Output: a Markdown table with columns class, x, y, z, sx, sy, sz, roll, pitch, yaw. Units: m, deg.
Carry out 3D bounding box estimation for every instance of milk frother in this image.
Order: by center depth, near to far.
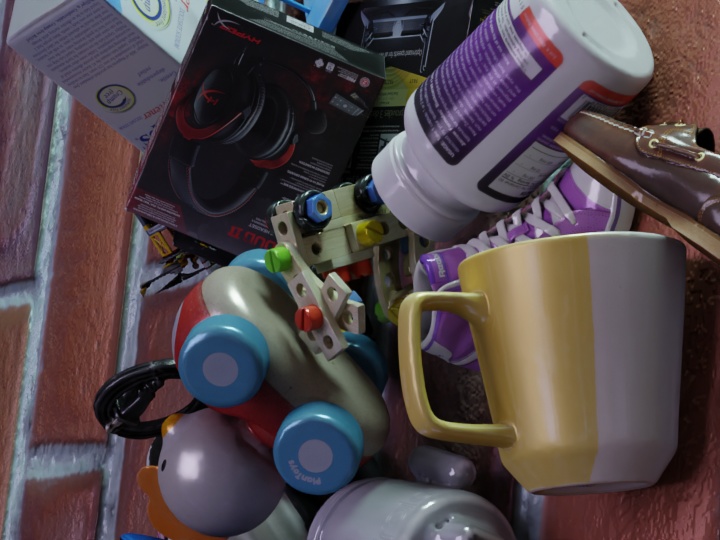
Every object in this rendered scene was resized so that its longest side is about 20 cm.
| class | x | y | z | sx | sy | sz | roll | pitch | yaw |
| --- | --- | --- | --- | --- | --- | --- | --- | --- | --- |
| milk frother | -0.105 | 0.181 | 1.714 | 0.188 | 0.199 | 0.181 | 50 | 123 | 52 |

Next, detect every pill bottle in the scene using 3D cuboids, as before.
| class | x | y | z | sx | sy | sz | roll | pitch | yaw |
| --- | --- | --- | --- | --- | --- | --- | --- | --- | --- |
| pill bottle | 0.101 | -0.112 | 1.551 | 0.200 | 0.111 | 0.112 | -43 | 44 | 30 |

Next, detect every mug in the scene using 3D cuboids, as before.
| class | x | y | z | sx | sy | sz | roll | pitch | yaw |
| --- | --- | --- | --- | --- | --- | --- | --- | --- | --- |
| mug | 0.125 | 0.067 | 1.430 | 0.149 | 0.185 | 0.154 | 45 | -141 | -77 |

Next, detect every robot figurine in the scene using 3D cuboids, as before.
| class | x | y | z | sx | sy | sz | roll | pitch | yaw |
| --- | --- | --- | --- | --- | --- | --- | --- | --- | --- |
| robot figurine | 0.035 | 0.207 | 1.566 | 0.200 | 0.113 | 0.170 | 0 | 64 | 58 |

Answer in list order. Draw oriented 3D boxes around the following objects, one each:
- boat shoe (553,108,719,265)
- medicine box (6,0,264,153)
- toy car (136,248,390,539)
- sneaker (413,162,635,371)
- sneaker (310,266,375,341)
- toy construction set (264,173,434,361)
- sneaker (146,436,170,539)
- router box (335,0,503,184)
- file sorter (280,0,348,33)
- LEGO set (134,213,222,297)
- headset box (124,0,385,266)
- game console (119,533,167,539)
| class | x | y | z | sx | sy | sz | roll | pitch | yaw |
| --- | --- | --- | --- | --- | --- | --- | --- | --- | --- |
| boat shoe | 0.208 | -0.060 | 1.423 | 0.200 | 0.070 | 0.070 | 38 | 95 | 42 |
| medicine box | -0.183 | -0.221 | 1.858 | 0.103 | 0.200 | 0.183 | -26 | 43 | 31 |
| toy car | -0.098 | 0.117 | 1.602 | 0.200 | 0.177 | 0.184 | -45 | 8 | 17 |
| sneaker | 0.106 | -0.011 | 1.530 | 0.201 | 0.114 | 0.073 | -60 | 34 | 24 |
| sneaker | -0.030 | 0.037 | 1.776 | 0.070 | 0.090 | 0.200 | -50 | 13 | 17 |
| toy construction set | 0.000 | 0.000 | 1.600 | 0.092 | 0.200 | 0.132 | -16 | 91 | 34 |
| sneaker | -0.151 | 0.230 | 1.895 | 0.201 | 0.080 | 0.087 | -102 | 28 | -43 |
| router box | 0.041 | -0.134 | 1.734 | 0.200 | 0.052 | 0.158 | 6 | 85 | 58 |
| file sorter | -0.057 | -0.305 | 1.835 | 0.139 | 0.122 | 0.200 | -59 | 17 | 23 |
| LEGO set | -0.102 | -0.046 | 1.868 | 0.116 | 0.154 | 0.200 | 58 | 146 | -6 |
| headset box | -0.086 | -0.098 | 1.719 | 0.075 | 0.148 | 0.201 | -91 | 25 | -70 |
| game console | -0.069 | 0.269 | 1.535 | 0.200 | 0.118 | 0.172 | 25 | 128 | 62 |
